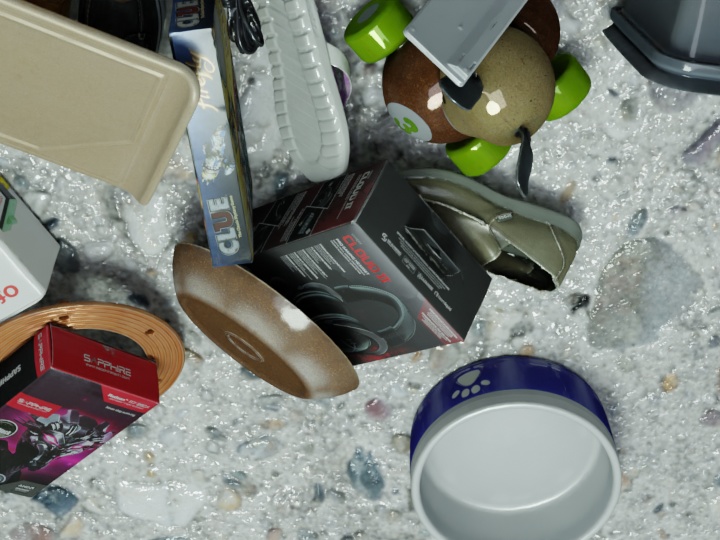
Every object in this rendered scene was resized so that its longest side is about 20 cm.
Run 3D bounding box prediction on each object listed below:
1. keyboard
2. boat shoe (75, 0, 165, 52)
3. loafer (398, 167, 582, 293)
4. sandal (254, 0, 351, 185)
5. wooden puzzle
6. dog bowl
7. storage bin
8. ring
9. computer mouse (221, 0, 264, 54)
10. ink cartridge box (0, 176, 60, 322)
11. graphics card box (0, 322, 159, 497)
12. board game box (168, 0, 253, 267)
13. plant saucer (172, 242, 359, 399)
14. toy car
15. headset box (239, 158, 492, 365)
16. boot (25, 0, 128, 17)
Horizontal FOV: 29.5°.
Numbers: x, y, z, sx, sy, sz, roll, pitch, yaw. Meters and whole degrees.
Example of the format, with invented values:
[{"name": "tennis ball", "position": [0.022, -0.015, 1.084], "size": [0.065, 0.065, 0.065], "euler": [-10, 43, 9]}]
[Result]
[{"name": "keyboard", "position": [0.094, -0.207, 1.005], "size": [0.056, 0.200, 0.011], "euler": [38, 140, -3]}, {"name": "boat shoe", "position": [-0.195, -0.168, 1.100], "size": [0.072, 0.071, 0.201], "euler": [3, 122, -1]}, {"name": "loafer", "position": [0.097, -0.031, 1.173], "size": [0.199, 0.070, 0.075], "euler": [14, 151, -9]}, {"name": "sandal", "position": [-0.035, -0.162, 1.113], "size": [0.050, 0.082, 0.203], "euler": [-32, 128, -30]}, {"name": "wooden puzzle", "position": [-0.229, -0.139, 1.032], "size": [0.199, 0.037, 0.185], "euler": [25, 148, -10]}, {"name": "dog bowl", "position": [0.146, 0.184, 1.314], "size": [0.199, 0.079, 0.201], "euler": [0, 122, 0]}, {"name": "storage bin", "position": [0.274, -0.215, 1.005], "size": [0.145, 0.200, 0.135], "euler": [7, 113, -4]}, {"name": "ring", "position": [-0.261, 0.085, 1.254], "size": [0.200, 0.019, 0.201], "euler": [-9, 144, -7]}, {"name": "computer mouse", "position": [-0.030, -0.254, 1.031], "size": [0.200, 0.044, 0.110], "euler": [-31, 114, -17]}, {"name": "ink cartridge box", "position": [-0.379, -0.039, 1.175], "size": [0.144, 0.084, 0.200], "euler": [-28, 118, 17]}, {"name": "graphics card box", "position": [-0.294, 0.133, 1.249], "size": [0.200, 0.051, 0.125], "euler": [-34, 141, 28]}, {"name": "board game box", "position": [-0.116, -0.123, 1.090], "size": [0.034, 0.136, 0.201], "euler": [-7, 121, 0]}, {"name": "plant saucer", "position": [-0.091, 0.053, 1.178], "size": [0.200, 0.200, 0.037], "euler": [45, 71, -24]}, {"name": "toy car", "position": [0.088, -0.134, 1.044], "size": [0.158, 0.200, 0.164], "euler": [-35, 115, 20]}, {"name": "headset box", "position": [0.000, 0.000, 1.154], "size": [0.200, 0.077, 0.149], "euler": [-15, 127, 45]}, {"name": "boot", "position": [-0.265, -0.225, 1.007], "size": [0.201, 0.071, 0.144], "euler": [-10, 161, 37]}]
